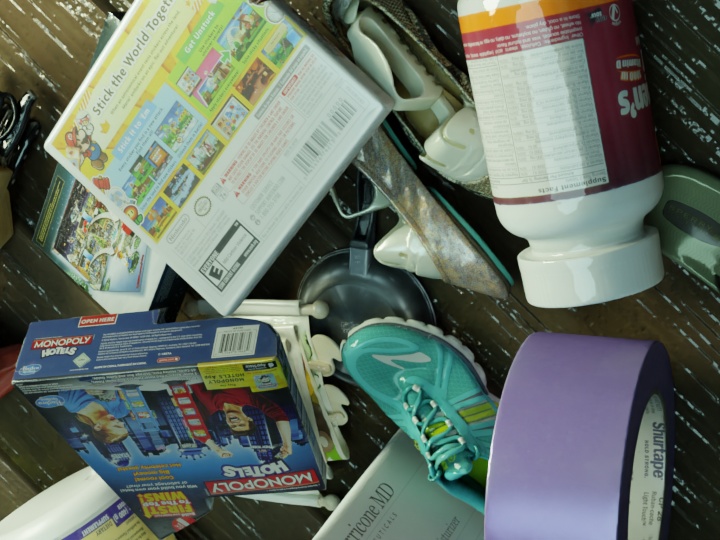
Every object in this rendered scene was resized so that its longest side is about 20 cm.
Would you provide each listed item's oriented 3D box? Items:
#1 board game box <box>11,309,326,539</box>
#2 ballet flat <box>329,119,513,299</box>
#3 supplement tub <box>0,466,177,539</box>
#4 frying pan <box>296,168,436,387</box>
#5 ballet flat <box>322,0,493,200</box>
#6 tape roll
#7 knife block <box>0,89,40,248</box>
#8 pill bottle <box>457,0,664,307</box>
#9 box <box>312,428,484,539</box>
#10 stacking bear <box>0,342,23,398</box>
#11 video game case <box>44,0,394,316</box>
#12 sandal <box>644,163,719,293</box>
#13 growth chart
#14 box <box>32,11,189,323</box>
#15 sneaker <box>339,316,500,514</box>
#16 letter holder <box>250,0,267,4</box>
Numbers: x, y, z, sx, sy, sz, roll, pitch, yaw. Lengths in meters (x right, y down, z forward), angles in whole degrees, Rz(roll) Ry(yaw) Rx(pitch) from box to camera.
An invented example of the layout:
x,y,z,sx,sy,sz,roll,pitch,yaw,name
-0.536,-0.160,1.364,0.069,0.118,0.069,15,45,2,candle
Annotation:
x,y,z,sx,sy,sz,roll,pitch,yaw,name
-0.129,0.119,1.048,0.198,0.062,0.201,-5,134,12,board game box
0.024,-0.045,0.969,0.067,0.068,0.201,-38,87,-1,ballet flat
-0.206,0.273,1.147,0.145,0.145,0.201,-26,97,29,supplement tub
0.014,0.010,1.024,0.114,0.031,0.191,29,120,10,frying pan
0.042,-0.115,0.936,0.068,0.075,0.200,-41,90,29,ballet flat
0.149,0.143,0.913,0.084,0.200,0.202,4,110,21,tape roll
-0.325,-0.061,1.064,0.064,0.201,0.176,28,147,12,knife block
0.131,-0.086,0.879,0.109,0.109,0.202,-8,100,26,pill bottle
0.002,0.257,1.019,0.130,0.199,0.201,37,119,6,box
-0.384,0.034,1.163,0.114,0.121,0.201,-43,80,23,stacking bear
-0.101,-0.099,0.945,0.182,0.023,0.200,42,117,4,video game case
0.260,-0.001,0.888,0.200,0.057,0.080,26,112,18,sandal
-0.071,0.105,1.081,0.143,0.018,0.202,8,120,23,growth chart
-0.164,-0.071,1.034,0.136,0.038,0.201,39,118,28,box
0.066,0.111,0.995,0.200,0.080,0.078,43,117,-5,sneaker
0.014,-0.255,0.858,0.199,0.142,0.101,-22,100,29,letter holder
